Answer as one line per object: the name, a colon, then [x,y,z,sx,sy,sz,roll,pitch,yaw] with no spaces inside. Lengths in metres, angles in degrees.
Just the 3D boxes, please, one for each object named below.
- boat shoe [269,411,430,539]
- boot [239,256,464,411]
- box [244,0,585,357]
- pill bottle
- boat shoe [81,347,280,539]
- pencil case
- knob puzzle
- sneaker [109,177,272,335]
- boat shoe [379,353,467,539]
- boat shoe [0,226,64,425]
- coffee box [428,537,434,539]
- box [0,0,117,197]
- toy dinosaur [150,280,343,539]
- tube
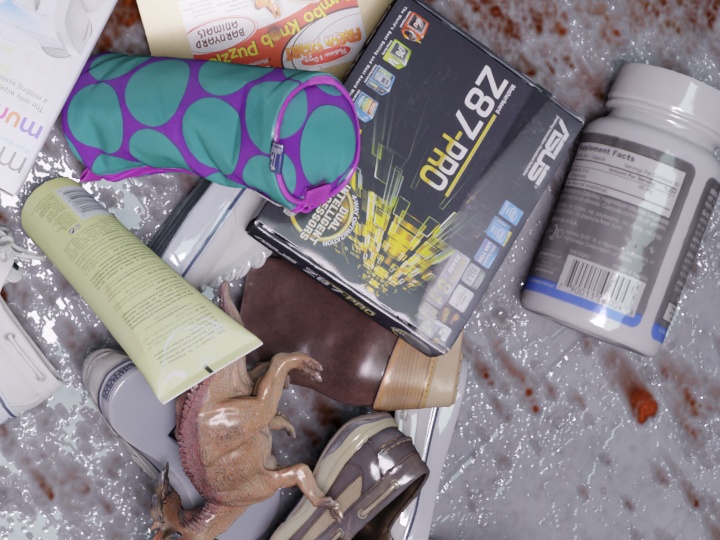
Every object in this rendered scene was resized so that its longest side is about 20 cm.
boat shoe: [-0.015,0.196,1.026,0.074,0.073,0.201,-8,131,-51]
boot: [0.000,0.000,1.055,0.165,0.072,0.202,10,68,0]
box: [0.039,-0.066,1.001,0.161,0.049,0.201,35,77,-9]
pill bottle: [0.206,-0.047,1.092,0.113,0.114,0.201,22,89,-18]
boat shoe: [-0.129,0.122,1.028,0.071,0.070,0.200,-49,132,-10]
pencil case: [-0.102,-0.092,0.949,0.085,0.199,0.093,-2,101,-55]
knob puzzle: [-0.060,-0.170,1.039,0.218,0.030,0.222,-3,108,-9]
sneaker: [-0.098,-0.021,1.018,0.071,0.073,0.201,37,91,-18]
boat shoe: [0.024,0.149,1.079,0.065,0.072,0.202,16,90,-13]
boat shoe: [-0.255,0.002,0.972,0.086,0.075,0.203,-26,105,-7]
coffee box: [0.093,0.269,1.043,0.113,0.200,0.080,37,81,-16]
box: [-0.219,-0.145,0.907,0.096,0.200,0.177,28,88,-17]
toy dinosaur: [-0.094,0.117,0.955,0.135,0.086,0.202,-16,113,-25]
tube: [-0.154,0.011,0.951,0.058,0.200,0.052,-56,146,8]
